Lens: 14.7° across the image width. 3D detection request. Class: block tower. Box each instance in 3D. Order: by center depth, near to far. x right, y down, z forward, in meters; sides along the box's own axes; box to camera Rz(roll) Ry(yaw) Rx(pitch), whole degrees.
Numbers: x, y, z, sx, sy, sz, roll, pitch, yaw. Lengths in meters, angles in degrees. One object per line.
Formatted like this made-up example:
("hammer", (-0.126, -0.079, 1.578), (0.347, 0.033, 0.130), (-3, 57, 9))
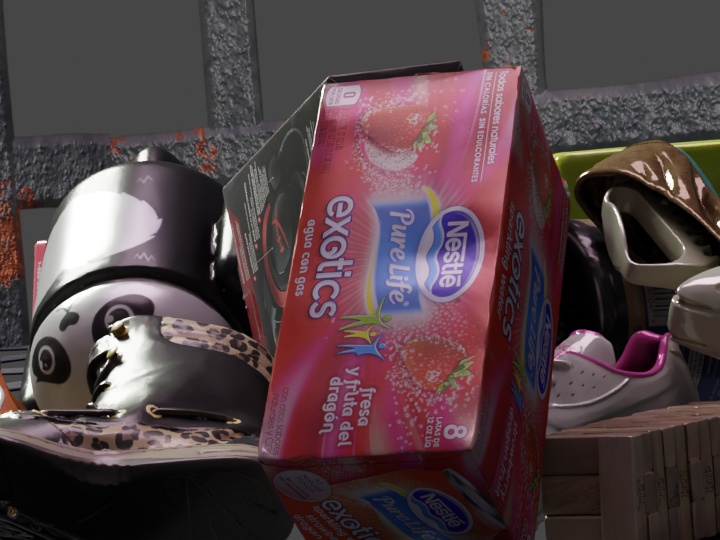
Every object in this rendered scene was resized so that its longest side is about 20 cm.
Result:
("block tower", (0.151, 0.090, 1.260), (0.058, 0.054, 0.200), (-4, 1, 35))

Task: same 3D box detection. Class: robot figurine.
("robot figurine", (-0.119, 0.019, 1.536), (0.124, 0.151, 0.200), (8, 38, -5))

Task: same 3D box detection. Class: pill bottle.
("pill bottle", (0.183, 0.027, 1.470), (0.199, 0.112, 0.112), (-1, 0, -26))

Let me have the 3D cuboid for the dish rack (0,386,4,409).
("dish rack", (-0.289, 0.090, 1.355), (0.199, 0.044, 0.172), (-3, 32, 28))

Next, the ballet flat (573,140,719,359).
("ballet flat", (0.165, 0.001, 1.340), (0.072, 0.068, 0.200), (-11, 39, -26))

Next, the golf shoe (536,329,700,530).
("golf shoe", (0.077, 0.076, 1.306), (0.199, 0.092, 0.075), (-7, 6, -34))

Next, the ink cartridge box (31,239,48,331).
("ink cartridge box", (-0.108, 0.049, 1.768), (0.199, 0.146, 0.085), (-4, -10, 29))

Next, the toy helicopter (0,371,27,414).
("toy helicopter", (-0.173, 0.084, 1.432), (0.200, 0.133, 0.079), (18, 45, 39))

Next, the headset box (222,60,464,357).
("headset box", (0.000, 0.000, 1.393), (0.075, 0.149, 0.200), (-8, -13, -22))

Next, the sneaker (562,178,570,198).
("sneaker", (0.039, -0.041, 1.476), (0.077, 0.082, 0.200), (-33, 2, -32))

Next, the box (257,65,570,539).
("box", (0.027, 0.021, 1.190), (0.095, 0.201, 0.100), (-4, -37, 18))

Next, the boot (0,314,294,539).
("boot", (-0.127, 0.078, 1.318), (0.199, 0.073, 0.151), (-1, 23, 2))

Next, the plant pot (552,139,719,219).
("plant pot", (0.225, 0.009, 1.743), (0.199, 0.182, 0.199), (-5, 1, 6))

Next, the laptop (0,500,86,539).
("laptop", (-0.204, 0.144, 1.122), (0.177, 0.104, 0.200), (-3, -24, 39))
